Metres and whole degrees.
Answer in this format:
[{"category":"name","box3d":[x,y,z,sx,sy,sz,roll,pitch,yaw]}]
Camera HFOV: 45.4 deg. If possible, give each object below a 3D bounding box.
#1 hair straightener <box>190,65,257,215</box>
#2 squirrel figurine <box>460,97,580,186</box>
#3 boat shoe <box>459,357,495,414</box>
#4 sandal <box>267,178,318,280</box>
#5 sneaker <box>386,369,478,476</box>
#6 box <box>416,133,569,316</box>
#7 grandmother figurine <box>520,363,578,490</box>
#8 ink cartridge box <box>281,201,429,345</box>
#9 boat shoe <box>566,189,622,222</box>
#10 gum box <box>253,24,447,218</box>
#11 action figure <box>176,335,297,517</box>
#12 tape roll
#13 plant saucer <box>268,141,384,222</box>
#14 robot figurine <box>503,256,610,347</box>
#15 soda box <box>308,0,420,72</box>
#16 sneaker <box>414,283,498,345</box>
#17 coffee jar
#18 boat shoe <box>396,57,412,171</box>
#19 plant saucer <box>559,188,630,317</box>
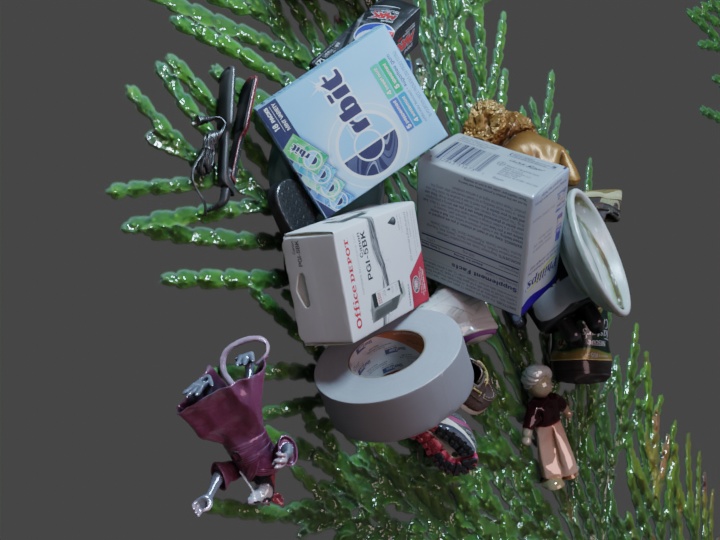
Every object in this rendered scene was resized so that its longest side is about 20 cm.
[{"category":"hair straightener","box3d":[-0.186,-0.168,1.097,0.077,0.041,0.201,18,77,-35]},{"category":"squirrel figurine","box3d":[0.214,-0.167,1.365,0.186,0.142,0.201,-14,78,-28]},{"category":"boat shoe","box3d":[0.153,0.159,1.260,0.200,0.059,0.072,30,28,-49]},{"category":"sandal","box3d":[-0.076,-0.023,1.146,0.075,0.048,0.201,-32,106,-50]},{"category":"sneaker","box3d":[0.088,0.207,1.236,0.200,0.081,0.075,48,21,-11]},{"category":"box","box3d":[0.183,-0.067,1.226,0.105,0.184,0.201,-36,138,-39]},{"category":"grandmother figurine","box3d":[0.307,0.246,1.405,0.121,0.060,0.201,-23,100,-47]},{"category":"ink cartridge box","box3d":[0.000,0.000,1.128,0.200,0.083,0.147,-26,109,-54]},{"category":"boat shoe","box3d":[0.404,-0.105,1.521,0.200,0.072,0.066,-10,85,-43]},{"category":"gum box","box3d":[-0.011,-0.195,1.134,0.200,0.045,0.170,-34,107,-4]},{"category":"action figure","box3d":[-0.147,0.205,1.052,0.149,0.133,0.201,-89,161,-66]},{"category":"tape roll","box3d":[0.043,0.132,1.117,0.200,0.200,0.066,-40,123,-35]},{"category":"plant saucer","box3d":[-0.038,-0.129,1.208,0.200,0.027,0.201,7,79,-37]},{"category":"robot figurine","box3d":[0.310,0.021,1.372,0.150,0.125,0.200,-18,67,-29]},{"category":"soda box","box3d":[0.009,-0.311,1.229,0.200,0.063,0.071,-51,156,-32]},{"category":"sneaker","box3d":[0.112,0.066,1.282,0.199,0.075,0.100,0,65,-38]},{"category":"coffee jar","box3d":[0.371,0.091,1.458,0.104,0.085,0.201,5,81,-37]},{"category":"boat shoe","box3d":[0.042,-0.227,1.260,0.072,0.072,0.201,59,37,-47]},{"category":"plant saucer","box3d":[0.334,-0.020,1.266,0.200,0.050,0.201,43,35,-39]}]
